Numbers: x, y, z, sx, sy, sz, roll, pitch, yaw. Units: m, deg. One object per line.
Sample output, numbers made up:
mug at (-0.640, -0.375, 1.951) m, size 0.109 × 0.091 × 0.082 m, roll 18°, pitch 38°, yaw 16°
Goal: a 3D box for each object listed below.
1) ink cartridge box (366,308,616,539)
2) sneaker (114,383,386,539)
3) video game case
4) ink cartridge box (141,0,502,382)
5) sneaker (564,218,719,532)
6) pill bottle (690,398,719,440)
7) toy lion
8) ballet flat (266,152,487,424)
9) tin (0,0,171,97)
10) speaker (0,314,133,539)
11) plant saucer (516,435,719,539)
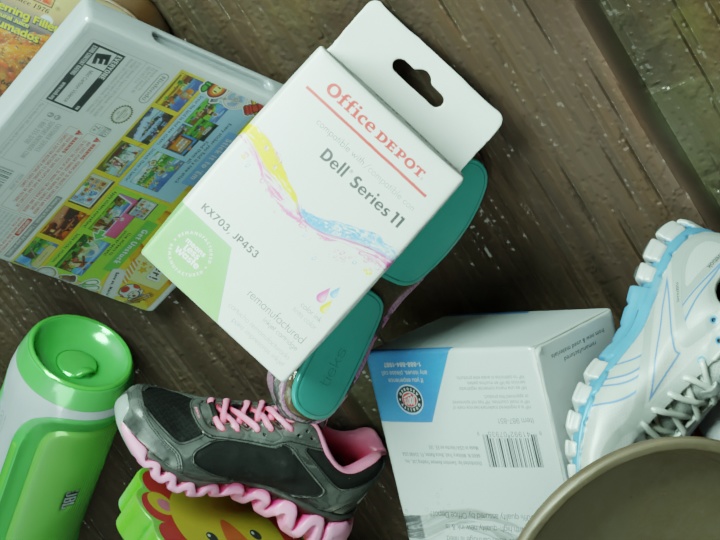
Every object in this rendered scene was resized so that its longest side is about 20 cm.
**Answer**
ink cartridge box at (0.099, 0.132, 1.390) m, size 0.144 × 0.083 × 0.202 m, roll -4°, pitch 103°, yaw 45°
sneaker at (-0.067, 0.108, 1.476) m, size 0.199 × 0.079 × 0.096 m, roll 25°, pitch 120°, yaw -31°
video game case at (-0.147, -0.065, 1.373) m, size 0.181 × 0.023 × 0.200 m, roll 21°, pitch 129°, yaw -34°
ink cartridge box at (-0.019, -0.049, 1.311) m, size 0.117 × 0.067 × 0.200 m, roll 41°, pitch 95°, yaw -1°
sneaker at (0.187, 0.060, 1.316) m, size 0.086 × 0.201 × 0.075 m, roll 7°, pitch 157°, yaw 44°
pill bottle at (0.236, 0.163, 1.402) m, size 0.108 × 0.109 × 0.201 m, roll 15°, pitch 125°, yaw 1°
toy lion at (-0.063, 0.200, 1.501) m, size 0.199 × 0.192 × 0.069 m, roll 11°, pitch 121°, yaw -47°
ballet flat at (0.000, 0.000, 1.387) m, size 0.069 × 0.071 × 0.201 m, roll 31°, pitch 92°, yaw -36°
tin at (-0.207, -0.146, 1.365) m, size 0.199 × 0.042 × 0.112 m, roll 23°, pitch 129°, yaw -4°
speaker at (-0.215, 0.127, 1.522) m, size 0.088 × 0.089 × 0.201 m, roll 22°, pitch 126°, yaw -3°
plant saucer at (0.166, 0.184, 1.299) m, size 0.198 × 0.029 × 0.202 m, roll -7°, pitch 113°, yaw -16°
